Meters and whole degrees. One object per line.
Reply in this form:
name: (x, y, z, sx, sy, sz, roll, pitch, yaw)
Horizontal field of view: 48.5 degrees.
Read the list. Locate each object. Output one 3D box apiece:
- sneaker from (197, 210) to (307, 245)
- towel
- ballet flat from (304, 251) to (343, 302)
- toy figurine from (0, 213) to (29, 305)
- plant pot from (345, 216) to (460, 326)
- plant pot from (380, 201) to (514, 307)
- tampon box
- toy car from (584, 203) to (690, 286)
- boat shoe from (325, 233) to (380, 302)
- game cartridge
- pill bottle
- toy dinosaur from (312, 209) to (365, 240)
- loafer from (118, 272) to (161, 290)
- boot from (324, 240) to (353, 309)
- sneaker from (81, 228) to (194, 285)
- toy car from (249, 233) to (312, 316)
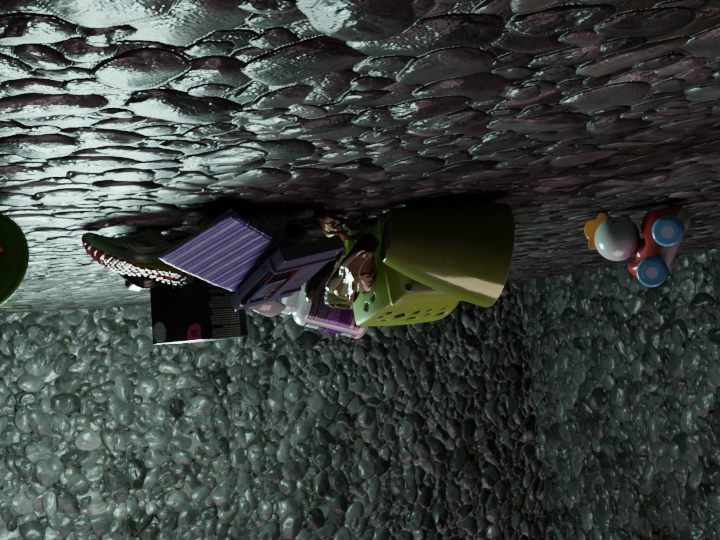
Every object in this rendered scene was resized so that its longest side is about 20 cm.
sneaker: (-0.173, -0.071, 1.311, 0.092, 0.076, 0.200, -36, 154, 32)
towel: (-0.204, -0.028, 1.269, 0.145, 0.024, 0.200, -30, 153, 16)
ballet flat: (-0.078, 0.001, 1.529, 0.046, 0.067, 0.200, 30, -151, -2)
toy figurine: (-0.553, -0.045, 1.005, 0.199, 0.151, 0.184, 18, 165, 11)
plant pot: (0.100, -0.008, 1.555, 0.198, 0.201, 0.181, -3, 167, -23)
plant pot: (0.141, -0.043, 1.396, 0.199, 0.188, 0.187, 9, 173, -8)
tampon box: (-0.325, 0.041, 1.584, 0.150, 0.201, 0.126, -10, 173, 38)
toy car: (0.581, -0.077, 1.709, 0.200, 0.177, 0.184, 22, -160, 21)
boat shoe: (0.000, 0.000, 1.472, 0.074, 0.076, 0.200, 37, 151, 0)
game cartridge: (-0.126, 0.008, 1.339, 0.129, 0.038, 0.200, -20, 167, -39)
pill bottle: (-0.078, 0.083, 1.845, 0.199, 0.113, 0.112, 15, 170, -13)
toy dinosaur: (-0.045, -0.073, 1.425, 0.106, 0.061, 0.200, 1, 156, 4)
loafer: (-0.411, 0.004, 1.503, 0.073, 0.072, 0.200, -12, -161, -24)
boot: (-0.030, 0.010, 1.790, 0.072, 0.155, 0.200, -6, 173, 23)
sneaker: (-0.382, -0.035, 1.389, 0.199, 0.082, 0.078, 13, 158, -11)
toy car: (-0.183, -0.015, 1.530, 0.150, 0.175, 0.200, 31, 176, 2)
